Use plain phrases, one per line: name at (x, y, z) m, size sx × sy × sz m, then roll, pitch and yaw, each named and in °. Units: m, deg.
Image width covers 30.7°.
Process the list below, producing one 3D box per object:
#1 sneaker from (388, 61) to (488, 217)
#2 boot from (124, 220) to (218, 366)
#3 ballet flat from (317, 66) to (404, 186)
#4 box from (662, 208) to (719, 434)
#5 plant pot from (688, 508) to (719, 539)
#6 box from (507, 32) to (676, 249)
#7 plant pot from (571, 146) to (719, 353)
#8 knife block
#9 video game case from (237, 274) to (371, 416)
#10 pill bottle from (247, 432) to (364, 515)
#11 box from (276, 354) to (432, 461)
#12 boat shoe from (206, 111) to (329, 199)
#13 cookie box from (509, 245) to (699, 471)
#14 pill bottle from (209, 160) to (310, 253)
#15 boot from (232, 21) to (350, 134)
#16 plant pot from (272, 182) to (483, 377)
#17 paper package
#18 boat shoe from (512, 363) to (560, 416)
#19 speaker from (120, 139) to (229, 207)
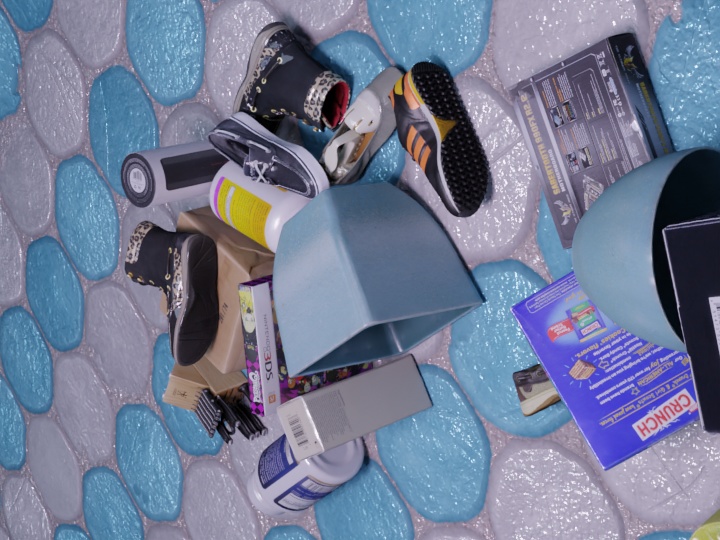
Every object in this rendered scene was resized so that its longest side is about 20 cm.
sneaker at (0.092, -0.153, 1.627) m, size 0.090 × 0.070 × 0.200 m, roll -30°, pitch 76°, yaw 55°
boot at (-0.283, 0.028, 1.950) m, size 0.150 × 0.073 × 0.200 m, roll 21°, pitch 114°, yaw 41°
ballet flat at (-0.001, -0.182, 1.722) m, size 0.067 × 0.064 × 0.200 m, roll 54°, pitch 136°, yaw 22°
box at (0.403, 0.030, 1.223) m, size 0.124 × 0.196 × 0.200 m, roll -8°, pitch 97°, yaw 48°
plant pot at (0.422, 0.280, 1.295) m, size 0.200 × 0.184 × 0.201 m, roll 18°, pitch 116°, yaw 44°
box at (0.260, -0.138, 1.446) m, size 0.158 × 0.048 × 0.200 m, roll -23°, pitch 85°, yaw 51°
plant pot at (0.291, -0.018, 1.306) m, size 0.135 × 0.200 × 0.201 m, roll -1°, pitch 102°, yaw 47°
knife block at (-0.221, 0.184, 2.114) m, size 0.200 × 0.175 × 0.064 m, roll -81°, pitch 12°, yaw -52°
video game case at (-0.072, 0.084, 1.787) m, size 0.036 × 0.200 × 0.182 m, roll 10°, pitch 110°, yaw 46°
pill bottle at (-0.089, 0.293, 1.946) m, size 0.200 × 0.111 × 0.111 m, roll -42°, pitch 71°, yaw 47°
box at (-0.006, 0.181, 1.743) m, size 0.068 × 0.200 × 0.082 m, roll -31°, pitch 78°, yaw 49°
boat shoe at (-0.129, -0.147, 1.785) m, size 0.200 × 0.068 × 0.072 m, roll 37°, pitch 143°, yaw 26°
cookie box at (0.283, 0.089, 1.411) m, size 0.171 × 0.075 × 0.200 m, roll -31°, pitch 75°, yaw 8°
pill bottle at (-0.118, -0.083, 1.858) m, size 0.200 × 0.104 × 0.104 m, roll 31°, pitch 124°, yaw 40°
boot at (-0.097, -0.221, 1.815) m, size 0.154 × 0.073 × 0.204 m, roll 41°, pitch 132°, yaw 29°
plant pot at (0.000, 0.000, 1.692) m, size 0.196 × 0.196 × 0.200 m, roll -36°, pitch 69°, yaw 49°
paper package at (-0.201, 0.025, 1.992) m, size 0.191 × 0.103 × 0.200 m, roll 41°, pitch 130°, yaw 31°
boat shoe at (0.239, 0.109, 1.535) m, size 0.065 × 0.073 × 0.200 m, roll 58°, pitch 138°, yaw 11°
speaker at (-0.247, -0.147, 1.912) m, size 0.081 × 0.200 × 0.081 m, roll 14°, pitch 111°, yaw 40°
